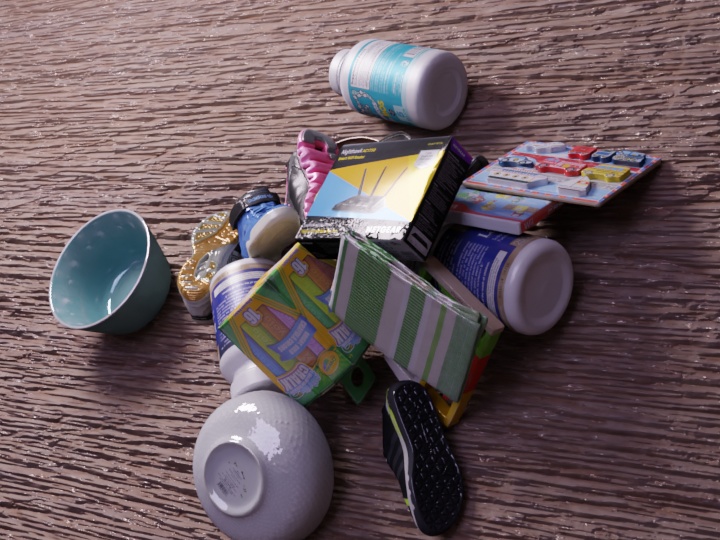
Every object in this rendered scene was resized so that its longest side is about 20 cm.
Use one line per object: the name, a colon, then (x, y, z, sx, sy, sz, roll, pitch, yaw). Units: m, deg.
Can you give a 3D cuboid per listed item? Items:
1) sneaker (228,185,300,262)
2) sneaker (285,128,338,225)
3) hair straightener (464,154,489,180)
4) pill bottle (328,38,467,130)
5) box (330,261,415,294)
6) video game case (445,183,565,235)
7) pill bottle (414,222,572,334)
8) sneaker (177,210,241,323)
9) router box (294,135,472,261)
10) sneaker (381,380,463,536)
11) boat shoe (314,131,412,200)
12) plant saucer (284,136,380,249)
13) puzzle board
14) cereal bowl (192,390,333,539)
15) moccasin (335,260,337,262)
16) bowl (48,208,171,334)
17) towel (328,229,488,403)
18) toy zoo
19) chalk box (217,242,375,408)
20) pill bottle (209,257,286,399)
sneaker: (-0.137, -0.074, 1.800, 0.076, 0.200, 0.112, -13, 72, -14)
sneaker: (-0.070, -0.098, 1.811, 0.095, 0.079, 0.201, -41, 42, 41)
hair straightener: (0.100, -0.081, 1.740, 0.200, 0.041, 0.077, -46, 46, 11)
pill bottle: (0.047, -0.269, 1.834, 0.199, 0.111, 0.111, 19, 76, 42)
box: (0.033, -0.058, 1.619, 0.110, 0.035, 0.201, -16, 47, 43)
video game case: (0.196, -0.100, 1.603, 0.143, 0.018, 0.200, 13, 33, 40)
pill bottle: (0.151, 0.001, 1.580, 0.200, 0.116, 0.116, 17, 75, 45)
sneaker: (-0.216, -0.005, 1.900, 0.075, 0.088, 0.200, 7, 44, 17)
router box: (0.026, -0.086, 1.570, 0.199, 0.051, 0.150, 1, 58, 48)
sneaker: (0.070, 0.230, 1.566, 0.083, 0.071, 0.201, 125, 140, -54)
boat shoe: (0.008, -0.122, 1.734, 0.072, 0.060, 0.202, 36, 65, 17)
plant saucer: (-0.022, -0.096, 1.833, 0.200, 0.037, 0.201, -17, 55, 27)
puzzle board: (0.249, -0.126, 1.599, 0.199, 0.017, 0.150, 12, 31, 40)
cereal bowl: (-0.135, 0.255, 1.621, 0.199, 0.083, 0.201, 1, 93, 30)
moccasin: (0.001, 0.002, 1.711, 0.201, 0.078, 0.074, -22, 88, 39)
bowl: (-0.368, 0.018, 1.975, 0.200, 0.105, 0.202, -19, 54, 28)
towel: (0.051, 0.053, 1.515, 0.200, 0.153, 0.023, 33, 50, 19)
toy zoo: (0.093, 0.098, 1.567, 0.131, 0.020, 0.201, 46, 135, 29)
chalk box: (-0.055, 0.081, 1.647, 0.124, 0.200, 0.125, -43, 6, 39)
pill bottle: (-0.139, 0.092, 1.753, 0.115, 0.116, 0.201, -29, 50, 20)
